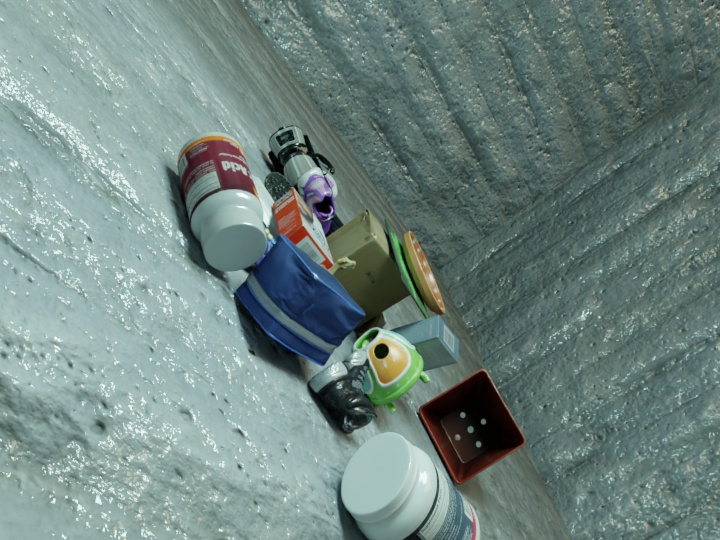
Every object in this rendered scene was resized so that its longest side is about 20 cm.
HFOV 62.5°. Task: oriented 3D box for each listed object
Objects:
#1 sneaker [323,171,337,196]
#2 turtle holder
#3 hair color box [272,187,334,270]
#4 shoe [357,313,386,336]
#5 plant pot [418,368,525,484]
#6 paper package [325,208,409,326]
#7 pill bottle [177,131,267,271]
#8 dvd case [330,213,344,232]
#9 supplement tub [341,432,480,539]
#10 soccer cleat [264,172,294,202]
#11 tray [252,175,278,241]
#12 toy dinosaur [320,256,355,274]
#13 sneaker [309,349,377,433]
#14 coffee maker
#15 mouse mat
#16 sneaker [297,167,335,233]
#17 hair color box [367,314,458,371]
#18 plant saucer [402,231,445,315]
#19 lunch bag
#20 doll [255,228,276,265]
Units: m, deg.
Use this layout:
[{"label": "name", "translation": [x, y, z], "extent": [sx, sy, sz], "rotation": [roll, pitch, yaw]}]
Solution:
[{"label": "sneaker", "translation": [-0.141, -0.256, 1.742], "extent": [0.199, 0.072, 0.116], "rotation": [38, 24, -32]}, {"label": "turtle holder", "translation": [0.049, 0.181, 1.197], "extent": [0.133, 0.139, 0.186], "rotation": [52, 13, -12]}, {"label": "hair color box", "translation": [-0.119, -0.076, 1.208], "extent": [0.112, 0.063, 0.201], "rotation": [52, 7, -30]}, {"label": "shoe", "translation": [0.037, 0.134, 1.437], "extent": [0.054, 0.070, 0.200], "rotation": [47, 10, -2]}, {"label": "plant pot", "translation": [0.281, 0.402, 1.514], "extent": [0.204, 0.196, 0.177], "rotation": [60, 0, 20]}, {"label": "paper package", "translation": [0.000, 0.000, 1.334], "extent": [0.200, 0.187, 0.105], "rotation": [47, 19, -38]}, {"label": "pill bottle", "translation": [-0.212, -0.107, 0.914], "extent": [0.114, 0.113, 0.204], "rotation": [41, 20, -52]}, {"label": "dvd case", "translation": [-0.069, -0.123, 1.649], "extent": [0.144, 0.017, 0.200], "rotation": [53, -7, -22]}, {"label": "supplement tub", "translation": [0.074, 0.348, 0.862], "extent": [0.201, 0.138, 0.142], "rotation": [51, 13, -26]}, {"label": "soccer cleat", "translation": [-0.158, -0.132, 1.370], "extent": [0.202, 0.067, 0.073], "rotation": [54, -12, 2]}, {"label": "tray", "translation": [-0.193, -0.126, 1.274], "extent": [0.203, 0.022, 0.107], "rotation": [58, 10, -2]}, {"label": "toy dinosaur", "translation": [-0.095, 0.036, 1.109], "extent": [0.058, 0.198, 0.103], "rotation": [37, -37, 24]}, {"label": "sneaker", "translation": [-0.014, 0.212, 1.026], "extent": [0.116, 0.074, 0.199], "rotation": [59, 17, 9]}, {"label": "coffee maker", "translation": [-0.155, -0.231, 1.507], "extent": [0.195, 0.130, 0.204], "rotation": [107, -34, -48]}, {"label": "mouse mat", "translation": [0.102, -0.001, 1.299], "extent": [0.162, 0.007, 0.204], "rotation": [54, 16, -43]}, {"label": "sneaker", "translation": [-0.095, -0.141, 1.396], "extent": [0.089, 0.079, 0.203], "rotation": [46, -22, 28]}, {"label": "hair color box", "translation": [0.109, 0.174, 1.303], "extent": [0.099, 0.195, 0.062], "rotation": [47, 36, -33]}, {"label": "plant saucer", "translation": [0.142, 0.009, 1.364], "extent": [0.204, 0.032, 0.202], "rotation": [62, 11, -21]}, {"label": "lunch bag", "translation": [-0.095, 0.060, 0.942], "extent": [0.136, 0.133, 0.200], "rotation": [45, 3, 41]}, {"label": "doll", "translation": [-0.161, -0.021, 1.067], "extent": [0.200, 0.048, 0.139], "rotation": [41, 21, -55]}]
